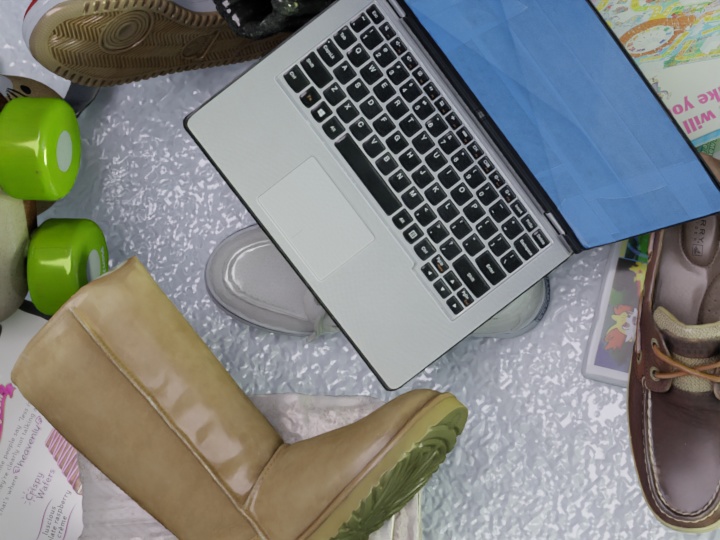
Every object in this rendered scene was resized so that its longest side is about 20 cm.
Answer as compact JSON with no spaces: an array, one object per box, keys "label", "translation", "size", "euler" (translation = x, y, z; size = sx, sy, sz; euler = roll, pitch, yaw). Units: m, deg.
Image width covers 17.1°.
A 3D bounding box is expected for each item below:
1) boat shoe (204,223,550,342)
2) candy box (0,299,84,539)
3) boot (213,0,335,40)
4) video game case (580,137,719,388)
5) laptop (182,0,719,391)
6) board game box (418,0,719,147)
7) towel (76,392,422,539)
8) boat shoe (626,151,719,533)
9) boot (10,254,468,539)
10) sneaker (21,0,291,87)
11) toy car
[{"label":"boat shoe","translation":[0.000,0.005,1.328],"size":[0.200,0.086,0.075],"euler":[7,85,17]},{"label":"candy box","translation":[-0.136,0.116,1.366],"size":[0.199,0.061,0.137],"euler":[25,89,17]},{"label":"boot","translation":[-0.003,-0.134,1.301],"size":[0.079,0.158,0.212],"euler":[-34,81,24]},{"label":"video game case","translation":[0.229,-0.019,1.298],"size":[0.181,0.022,0.202],"euler":[13,88,18]},{"label":"laptop","translation":[0.045,-0.055,1.209],"size":[0.200,0.116,0.188],"euler":[-37,104,2]},{"label":"board game box","translation":[0.147,-0.124,1.265],"size":[0.199,0.034,0.135],"euler":[-22,118,13]},{"label":"towel","translation":[-0.062,0.135,1.294],"size":[0.198,0.034,0.134],"euler":[-3,81,14]},{"label":"boat shoe","translation":[0.174,0.036,1.258],"size":[0.072,0.072,0.202],"euler":[5,85,17]},{"label":"boot","translation":[-0.067,0.067,1.255],"size":[0.175,0.066,0.200],"euler":[-45,72,6]},{"label":"sneaker","translation":[-0.128,-0.170,1.344],"size":[0.071,0.199,0.113],"euler":[-49,65,36]},{"label":"toy car","translation":[-0.213,-0.081,1.367],"size":[0.163,0.159,0.201],"euler":[2,39,15]}]
